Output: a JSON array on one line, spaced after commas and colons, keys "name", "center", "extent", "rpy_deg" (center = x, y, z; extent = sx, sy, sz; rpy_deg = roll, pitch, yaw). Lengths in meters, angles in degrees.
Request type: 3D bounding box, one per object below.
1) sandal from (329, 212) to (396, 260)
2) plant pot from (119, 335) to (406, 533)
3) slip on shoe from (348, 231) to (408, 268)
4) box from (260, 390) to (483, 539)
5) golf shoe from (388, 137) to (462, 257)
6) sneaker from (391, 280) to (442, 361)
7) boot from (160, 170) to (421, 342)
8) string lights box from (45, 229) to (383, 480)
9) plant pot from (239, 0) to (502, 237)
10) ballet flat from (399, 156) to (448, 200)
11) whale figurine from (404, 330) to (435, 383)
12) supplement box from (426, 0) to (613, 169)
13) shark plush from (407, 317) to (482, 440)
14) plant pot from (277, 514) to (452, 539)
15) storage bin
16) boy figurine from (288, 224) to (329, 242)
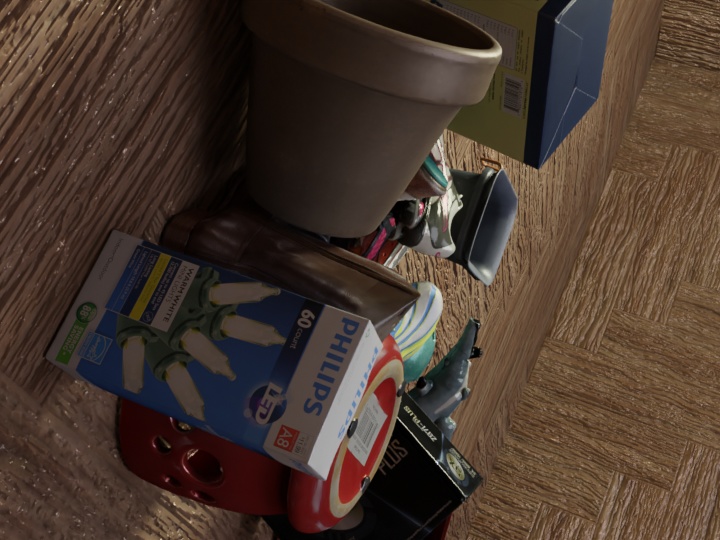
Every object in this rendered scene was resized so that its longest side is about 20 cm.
[{"name": "sandal", "center": [-0.002, -0.031, 0.987], "extent": [0.200, 0.045, 0.075], "rpy_deg": [-49, -170, 52]}, {"name": "plant pot", "center": [-0.074, 0.113, 0.841], "extent": [0.201, 0.182, 0.201], "rpy_deg": [-54, 156, -38]}, {"name": "slip on shoe", "center": [0.000, 0.000, 1.150], "extent": [0.200, 0.061, 0.074], "rpy_deg": [-53, 179, -13]}, {"name": "box", "center": [0.005, 0.241, 1.106], "extent": [0.200, 0.164, 0.086], "rpy_deg": [-45, 168, 16]}, {"name": "golf shoe", "center": [0.072, -0.102, 1.142], "extent": [0.077, 0.088, 0.201], "rpy_deg": [-30, -141, 43]}, {"name": "sneaker", "center": [0.017, 0.083, 1.120], "extent": [0.200, 0.076, 0.105], "rpy_deg": [-42, 175, -7]}, {"name": "boot", "center": [-0.030, -0.013, 0.807], "extent": [0.186, 0.199, 0.064], "rpy_deg": [-42, 147, -55]}, {"name": "string lights box", "center": [-0.097, 0.055, 0.678], "extent": [0.059, 0.199, 0.103], "rpy_deg": [64, 46, -65]}, {"name": "plant pot", "center": [-0.015, -0.127, 0.778], "extent": [0.200, 0.200, 0.175], "rpy_deg": [-33, 148, -63]}, {"name": "ballet flat", "center": [0.043, -0.110, 1.044], "extent": [0.067, 0.068, 0.200], "rpy_deg": [-41, -157, 14]}, {"name": "whale figurine", "center": [0.056, 0.091, 1.268], "extent": [0.200, 0.103, 0.160], "rpy_deg": [34, 56, -63]}, {"name": "supplement box", "center": [0.140, -0.250, 1.047], "extent": [0.134, 0.199, 0.200], "rpy_deg": [-47, 152, -29]}, {"name": "shark plush", "center": [0.099, 0.150, 1.250], "extent": [0.083, 0.091, 0.200], "rpy_deg": [6, 136, -44]}, {"name": "plant pot", "center": [0.015, 0.308, 1.298], "extent": [0.176, 0.199, 0.200], "rpy_deg": [-53, 157, -70]}, {"name": "storage bin", "center": [0.113, -0.079, 1.274], "extent": [0.200, 0.134, 0.146], "rpy_deg": [32, 77, -72]}, {"name": "boy figurine", "center": [-0.007, -0.119, 0.975], "extent": [0.200, 0.064, 0.124], "rpy_deg": [-64, -174, -27]}]
